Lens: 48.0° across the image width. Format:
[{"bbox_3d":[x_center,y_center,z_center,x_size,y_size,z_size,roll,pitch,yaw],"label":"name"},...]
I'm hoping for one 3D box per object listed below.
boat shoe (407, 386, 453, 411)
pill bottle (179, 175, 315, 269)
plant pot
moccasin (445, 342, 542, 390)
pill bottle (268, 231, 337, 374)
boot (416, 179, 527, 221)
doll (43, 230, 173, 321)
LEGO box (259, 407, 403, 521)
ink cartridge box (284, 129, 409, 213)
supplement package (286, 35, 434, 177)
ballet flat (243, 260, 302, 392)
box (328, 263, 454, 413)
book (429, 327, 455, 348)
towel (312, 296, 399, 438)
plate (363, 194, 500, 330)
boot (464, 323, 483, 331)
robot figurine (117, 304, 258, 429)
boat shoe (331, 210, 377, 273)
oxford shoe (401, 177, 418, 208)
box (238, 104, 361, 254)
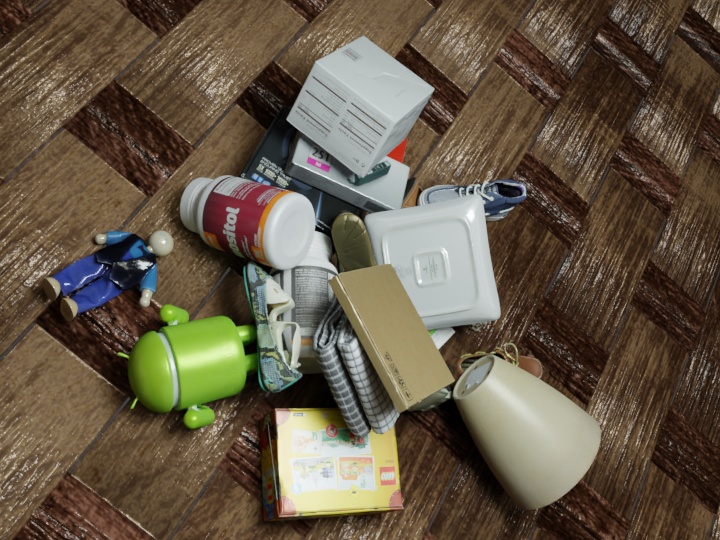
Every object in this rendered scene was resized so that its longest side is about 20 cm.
[{"bbox_3d":[0.100,0.179,1.262,0.071,0.200,0.069,-24,77,8],"label":"boat shoe"},{"bbox_3d":[-0.174,-0.078,1.220,0.197,0.114,0.114,17,53,32],"label":"pill bottle"},{"bbox_3d":[0.246,0.236,1.284,0.200,0.187,0.188,46,58,-9],"label":"plant pot"},{"bbox_3d":[0.234,0.168,1.380,0.198,0.078,0.075,10,63,-27],"label":"moccasin"},{"bbox_3d":[-0.088,0.050,1.255,0.114,0.116,0.204,7,68,-22],"label":"pill bottle"},{"bbox_3d":[0.205,-0.137,1.482,0.196,0.090,0.074,-3,71,-26],"label":"boot"},{"bbox_3d":[-0.356,0.001,1.188,0.137,0.049,0.199,46,52,9],"label":"doll"},{"bbox_3d":[-0.044,0.287,1.204,0.196,0.077,0.152,4,68,-24],"label":"LEGO box"},{"bbox_3d":[-0.011,-0.198,1.334,0.197,0.044,0.177,23,61,-16],"label":"ink cartridge box"},{"bbox_3d":[0.004,-0.267,1.294,0.155,0.112,0.200,36,34,3],"label":"supplement package"},{"bbox_3d":[-0.120,0.074,1.161,0.073,0.074,0.204,-2,66,-25],"label":"ballet flat"},{"bbox_3d":[0.048,0.088,1.136,0.163,0.021,0.203,-10,69,-60],"label":"box"},{"bbox_3d":[0.046,0.073,1.352,0.133,0.048,0.201,-39,88,-30],"label":"book"},{"bbox_3d":[0.004,0.119,1.191,0.201,0.084,0.168,-68,139,-57],"label":"towel"},{"bbox_3d":[0.112,-0.005,1.285,0.195,0.032,0.204,-9,94,9],"label":"plate"},{"bbox_3d":[0.156,0.002,1.407,0.149,0.073,0.202,36,35,-20],"label":"boot"},{"bbox_3d":[-0.240,0.133,1.151,0.196,0.115,0.179,-12,80,-28],"label":"robot figurine"},{"bbox_3d":[-0.001,0.000,1.279,0.070,0.066,0.205,-13,111,4],"label":"boat shoe"},{"bbox_3d":[0.069,-0.086,1.409,0.071,0.071,0.202,47,42,-24],"label":"oxford shoe"},{"bbox_3d":[-0.092,-0.144,1.348,0.198,0.086,0.166,33,59,-10],"label":"box"}]
